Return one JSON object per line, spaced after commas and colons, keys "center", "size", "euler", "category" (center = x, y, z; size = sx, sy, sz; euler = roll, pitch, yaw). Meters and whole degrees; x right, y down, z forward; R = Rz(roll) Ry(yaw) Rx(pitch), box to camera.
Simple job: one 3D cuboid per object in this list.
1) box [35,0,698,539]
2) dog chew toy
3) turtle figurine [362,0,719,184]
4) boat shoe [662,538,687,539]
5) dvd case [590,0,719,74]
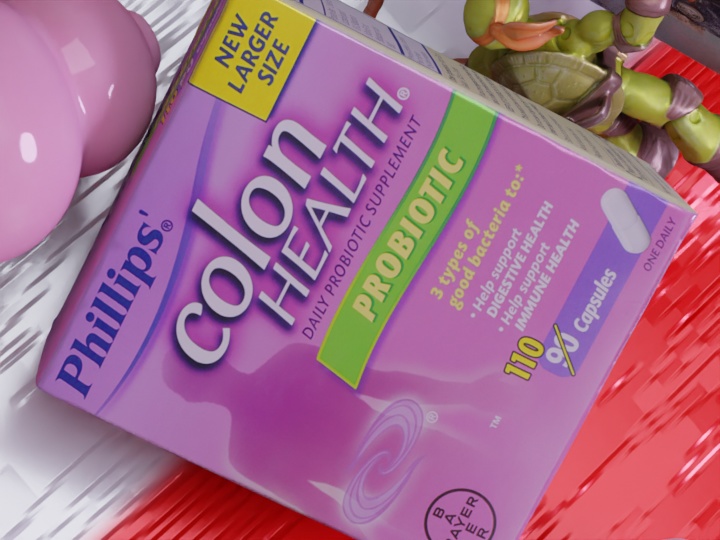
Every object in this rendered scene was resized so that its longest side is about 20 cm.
{"center": [0.000, 0.000, 0.846], "size": [0.199, 0.097, 0.177], "euler": [27, 101, -9], "category": "box"}
{"center": [-0.160, -0.048, 0.790], "size": [0.199, 0.124, 0.125], "euler": [-28, 86, -29], "category": "dog chew toy"}
{"center": [0.101, -0.085, 0.904], "size": [0.161, 0.199, 0.065], "euler": [27, 58, -34], "category": "turtle figurine"}
{"center": [0.175, 0.206, 0.908], "size": [0.066, 0.070, 0.201], "euler": [-13, 75, -41], "category": "boat shoe"}
{"center": [0.101, -0.150, 0.900], "size": [0.199, 0.146, 0.022], "euler": [33, 79, 10], "category": "dvd case"}
